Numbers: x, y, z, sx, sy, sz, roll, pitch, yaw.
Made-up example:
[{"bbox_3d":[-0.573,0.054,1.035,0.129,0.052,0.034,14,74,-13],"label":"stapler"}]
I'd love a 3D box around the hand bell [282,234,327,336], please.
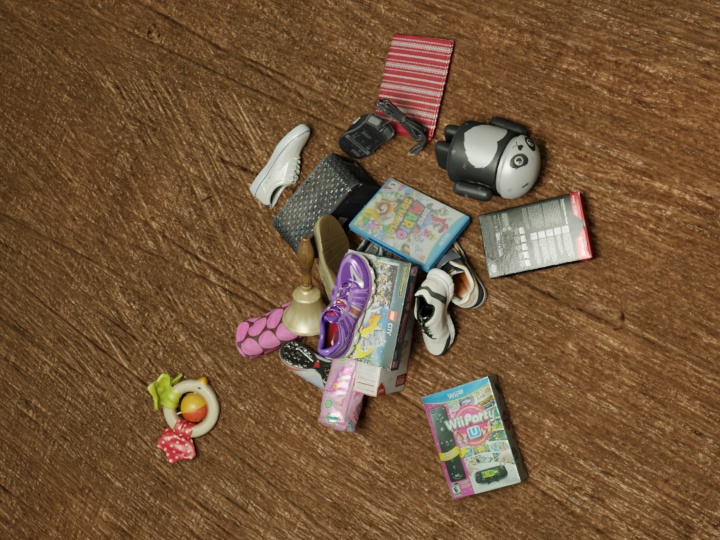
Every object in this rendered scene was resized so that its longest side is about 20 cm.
[{"bbox_3d":[-0.104,0.019,1.621,0.103,0.104,0.202,24,134,25],"label":"hand bell"}]

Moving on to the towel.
[{"bbox_3d":[0.106,-0.372,1.698,0.143,0.022,0.203,15,94,28],"label":"towel"}]

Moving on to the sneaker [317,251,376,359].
[{"bbox_3d":[-0.030,0.067,1.530,0.080,0.083,0.203,13,94,28],"label":"sneaker"}]

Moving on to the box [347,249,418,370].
[{"bbox_3d":[0.024,0.073,1.569,0.135,0.038,0.203,13,95,28],"label":"box"}]

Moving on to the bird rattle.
[{"bbox_3d":[-0.398,0.325,1.895,0.161,0.113,0.202,-20,83,8],"label":"bird rattle"}]

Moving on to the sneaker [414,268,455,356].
[{"bbox_3d":[0.132,0.092,1.599,0.073,0.080,0.202,21,137,31],"label":"sneaker"}]

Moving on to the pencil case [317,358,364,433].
[{"bbox_3d":[-0.024,0.221,1.684,0.086,0.087,0.202,10,76,26],"label":"pencil case"}]

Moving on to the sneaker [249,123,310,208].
[{"bbox_3d":[-0.158,-0.223,1.808,0.071,0.073,0.201,44,116,11],"label":"sneaker"}]

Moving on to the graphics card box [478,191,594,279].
[{"bbox_3d":[0.327,-0.063,1.564,0.198,0.051,0.127,-13,83,25],"label":"graphics card box"}]

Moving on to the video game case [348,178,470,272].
[{"bbox_3d":[0.095,-0.093,1.648,0.199,0.018,0.143,30,66,28],"label":"video game case"}]

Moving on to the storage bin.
[{"bbox_3d":[-0.068,-0.128,1.714,0.094,0.135,0.200,47,108,19],"label":"storage bin"}]

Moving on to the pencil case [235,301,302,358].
[{"bbox_3d":[-0.178,0.116,1.794,0.198,0.090,0.095,-25,72,26],"label":"pencil case"}]

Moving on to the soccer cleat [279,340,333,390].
[{"bbox_3d":[-0.081,0.216,1.762,0.199,0.073,0.069,30,73,8],"label":"soccer cleat"}]

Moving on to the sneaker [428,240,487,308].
[{"bbox_3d":[0.167,-0.013,1.629,0.079,0.079,0.201,-46,69,19],"label":"sneaker"}]

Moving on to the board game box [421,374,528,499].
[{"bbox_3d":[0.218,0.318,1.603,0.146,0.064,0.202,-22,78,24],"label":"board game box"}]

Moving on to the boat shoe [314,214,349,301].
[{"bbox_3d":[-0.059,-0.012,1.654,0.064,0.071,0.202,6,116,49],"label":"boat shoe"}]

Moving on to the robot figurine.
[{"bbox_3d":[0.239,-0.210,1.569,0.198,0.124,0.152,21,106,26],"label":"robot figurine"}]

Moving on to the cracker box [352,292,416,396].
[{"bbox_3d":[0.052,0.139,1.650,0.057,0.134,0.203,11,94,26],"label":"cracker box"}]

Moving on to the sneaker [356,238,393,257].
[{"bbox_3d":[0.000,0.000,1.707,0.077,0.085,0.202,29,102,24],"label":"sneaker"}]

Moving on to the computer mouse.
[{"bbox_3d":[0.050,-0.274,1.698,0.200,0.140,0.046,-34,29,54],"label":"computer mouse"}]
